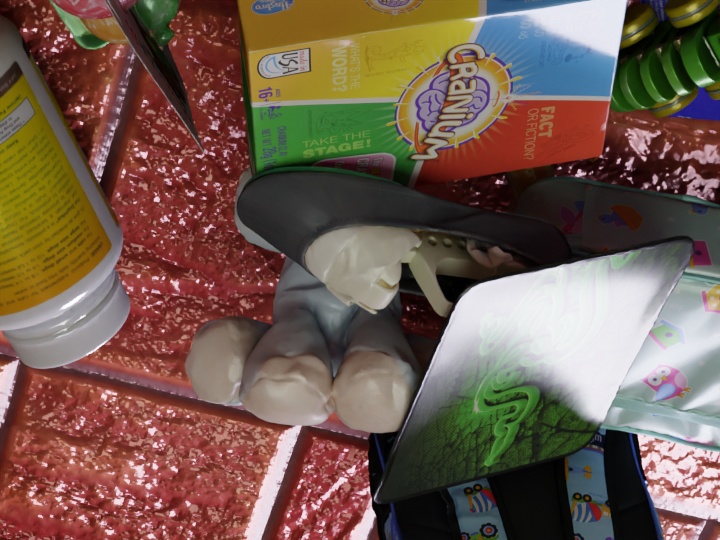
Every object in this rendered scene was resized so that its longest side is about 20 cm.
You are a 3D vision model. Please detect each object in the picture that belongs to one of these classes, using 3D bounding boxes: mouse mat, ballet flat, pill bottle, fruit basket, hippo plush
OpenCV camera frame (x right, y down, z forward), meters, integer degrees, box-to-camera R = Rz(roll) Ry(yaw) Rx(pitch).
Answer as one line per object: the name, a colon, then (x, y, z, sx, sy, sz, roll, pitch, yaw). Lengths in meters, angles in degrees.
mouse mat: (0.096, 0.059, 1.251, 0.160, 0.008, 0.201, -12, 142, -28)
ballet flat: (0.029, -0.008, 1.202, 0.198, 0.073, 0.073, 11, 122, -22)
pill bottle: (-0.211, -0.043, 1.296, 0.108, 0.110, 0.201, -19, 120, 9)
fruit basket: (-0.134, -0.176, 1.166, 0.093, 0.200, 0.186, -32, 119, 0)
hippo plush: (0.000, 0.000, 1.295, 0.158, 0.199, 0.162, 11, 100, 32)

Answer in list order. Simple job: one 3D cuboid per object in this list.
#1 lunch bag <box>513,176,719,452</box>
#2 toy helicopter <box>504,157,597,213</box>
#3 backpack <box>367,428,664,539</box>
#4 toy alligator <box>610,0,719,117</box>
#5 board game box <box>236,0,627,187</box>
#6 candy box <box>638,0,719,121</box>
lunch bag: (0.178, 0.034, 1.332, 0.198, 0.077, 0.161, 12, 133, 2)
toy helicopter: (0.102, -0.090, 1.318, 0.131, 0.079, 0.201, -21, 132, 0)
backpack: (0.099, 0.174, 1.383, 0.181, 0.201, 0.135, -4, 133, -8)
toy alligator: (0.193, -0.121, 1.197, 0.199, 0.054, 0.060, -16, 114, 41)
board game box: (0.036, -0.103, 1.175, 0.198, 0.041, 0.153, -10, 150, -5)
candy box: (0.257, -0.165, 1.214, 0.198, 0.077, 0.170, 9, 128, 29)
